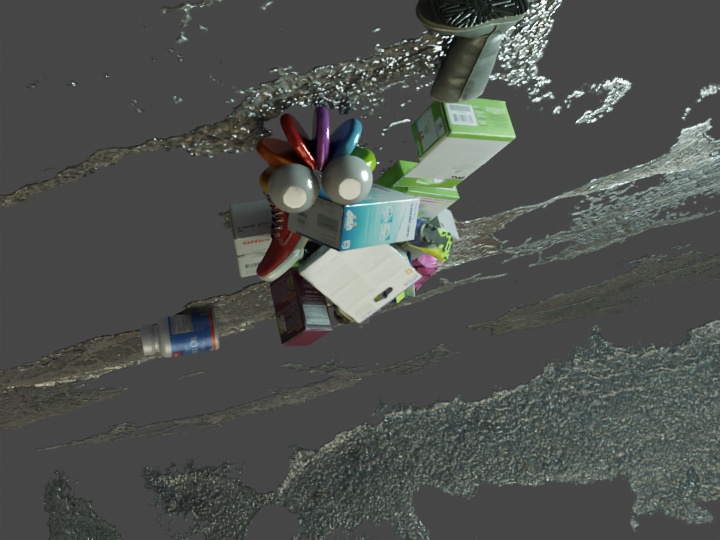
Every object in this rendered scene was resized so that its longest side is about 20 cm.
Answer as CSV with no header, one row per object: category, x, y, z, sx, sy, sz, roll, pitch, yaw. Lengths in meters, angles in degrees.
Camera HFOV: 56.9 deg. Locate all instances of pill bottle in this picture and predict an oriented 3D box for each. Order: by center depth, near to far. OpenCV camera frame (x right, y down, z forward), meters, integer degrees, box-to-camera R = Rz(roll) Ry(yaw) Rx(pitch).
pill bottle,-0.494,0.177,1.819,0.199,0.113,0.112,-8,159,-16

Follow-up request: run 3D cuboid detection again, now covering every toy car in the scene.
toy car,-0.075,-0.195,1.100,0.199,0.175,0.151,-9,121,-4

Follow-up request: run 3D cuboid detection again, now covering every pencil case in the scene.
pencil case,0.152,-0.003,1.810,0.093,0.091,0.200,1,154,-19

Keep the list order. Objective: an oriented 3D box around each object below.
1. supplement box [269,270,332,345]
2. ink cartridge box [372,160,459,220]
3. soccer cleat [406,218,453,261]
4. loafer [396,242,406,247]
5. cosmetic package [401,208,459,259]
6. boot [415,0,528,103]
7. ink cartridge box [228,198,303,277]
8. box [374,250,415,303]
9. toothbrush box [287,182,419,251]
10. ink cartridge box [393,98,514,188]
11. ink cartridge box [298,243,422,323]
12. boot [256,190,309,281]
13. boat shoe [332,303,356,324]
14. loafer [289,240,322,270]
supplement box,-0.152,0.075,1.644,0.085,0.201,0.110,4,153,-40
ink cartridge box,0.087,-0.143,1.412,0.147,0.076,0.200,2,153,-36
soccer cleat,0.146,-0.069,1.470,0.083,0.065,0.200,10,171,29
loafer,0.030,-0.086,1.502,0.199,0.075,0.070,-11,131,6
cosmetic package,0.121,-0.082,1.585,0.199,0.091,0.107,-26,156,22
boot,0.141,-0.329,0.993,0.181,0.073,0.200,-5,165,-17
ink cartridge box,-0.196,-0.071,1.404,0.146,0.083,0.200,-11,160,-11
box,0.025,0.004,1.554,0.199,0.123,0.048,8,-152,32
toothbrush box,-0.012,-0.105,1.218,0.146,0.086,0.199,23,-155,39
ink cartridge box,0.159,-0.228,1.219,0.147,0.076,0.200,-3,161,-29
ink cartridge box,0.000,0.000,1.469,0.196,0.043,0.200,-37,119,21
boot,-0.159,-0.091,1.238,0.072,0.200,0.144,17,158,50
boat shoe,-0.050,0.135,2.055,0.065,0.074,0.200,-24,158,11
loafer,-0.157,-0.033,1.573,0.199,0.073,0.072,1,177,-28
